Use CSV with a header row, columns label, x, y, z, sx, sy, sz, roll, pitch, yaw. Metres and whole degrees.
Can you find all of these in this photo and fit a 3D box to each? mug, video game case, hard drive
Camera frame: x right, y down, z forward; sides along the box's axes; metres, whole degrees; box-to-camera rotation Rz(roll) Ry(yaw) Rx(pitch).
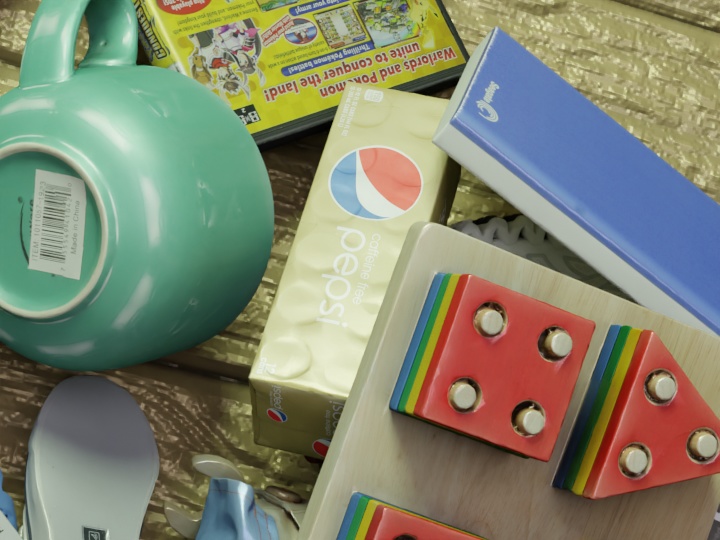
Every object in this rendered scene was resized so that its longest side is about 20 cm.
label,x,y,z,sx,sy,sz,roll,pitch,yaw
mug,-0.144,-0.038,1.122,0.152,0.114,0.185,-41,79,24
video game case,-0.048,-0.164,1.230,0.200,0.025,0.181,-22,83,-40
hard drive,0.133,-0.039,1.174,0.200,0.025,0.132,38,29,-7

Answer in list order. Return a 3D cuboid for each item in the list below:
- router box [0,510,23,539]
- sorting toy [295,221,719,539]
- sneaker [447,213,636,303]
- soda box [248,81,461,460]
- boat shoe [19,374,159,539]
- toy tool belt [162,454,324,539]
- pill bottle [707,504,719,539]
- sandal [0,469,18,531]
label,x,y,z,sx,sy,sz,roll,pitch,yaw
router box,-0.224,0.158,1.057,0.200,0.179,0.049,51,46,1
sorting toy,0.089,0.104,1.056,0.198,0.070,0.200,21,86,-18
sneaker,0.109,0.009,1.246,0.200,0.075,0.081,0,86,-15
soda box,0.000,0.000,1.149,0.068,0.064,0.200,12,54,8
boat shoe,-0.144,0.147,1.134,0.072,0.066,0.200,13,47,-27
toy tool belt,-0.055,0.155,1.135,0.123,0.125,0.200,11,80,-17
pill bottle,0.167,0.122,1.209,0.200,0.114,0.114,32,71,-7
sandal,-0.219,0.088,1.127,0.079,0.087,0.200,-13,83,-19
